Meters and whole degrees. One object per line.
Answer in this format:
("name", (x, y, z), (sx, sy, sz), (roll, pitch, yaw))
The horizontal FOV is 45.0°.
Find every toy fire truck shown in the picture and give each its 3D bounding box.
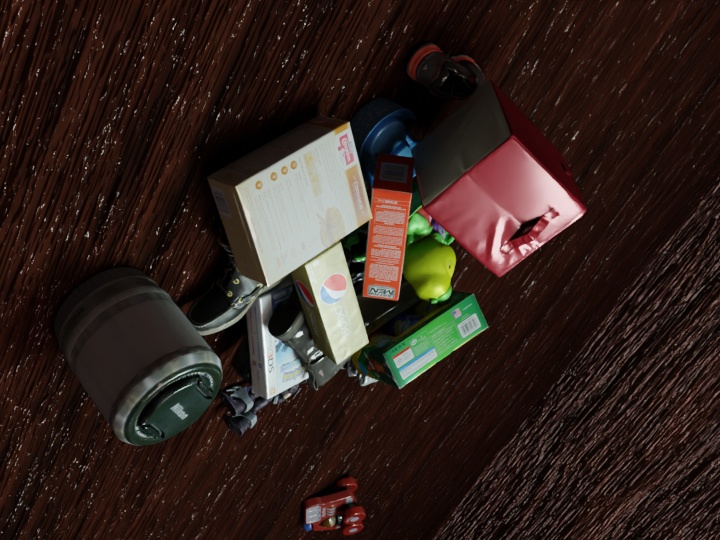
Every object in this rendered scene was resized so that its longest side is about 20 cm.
("toy fire truck", (-0.082, 0.668, 2.415), (0.166, 0.113, 0.201), (-10, 144, -13))

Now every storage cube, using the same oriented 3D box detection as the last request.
("storage cube", (0.201, -0.137, 1.300), (0.171, 0.201, 0.179), (-39, 120, 24))

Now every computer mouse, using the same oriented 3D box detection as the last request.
("computer mouse", (0.000, 0.000, 1.531), (0.058, 0.034, 0.200), (-19, -179, 3))

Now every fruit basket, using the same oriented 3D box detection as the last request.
("fruit basket", (0.116, -0.050, 1.507), (0.155, 0.216, 0.216), (-43, 155, -2))

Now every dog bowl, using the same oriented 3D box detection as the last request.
("dog bowl", (0.037, -0.192, 1.352), (0.111, 0.050, 0.200), (-42, 155, -5))

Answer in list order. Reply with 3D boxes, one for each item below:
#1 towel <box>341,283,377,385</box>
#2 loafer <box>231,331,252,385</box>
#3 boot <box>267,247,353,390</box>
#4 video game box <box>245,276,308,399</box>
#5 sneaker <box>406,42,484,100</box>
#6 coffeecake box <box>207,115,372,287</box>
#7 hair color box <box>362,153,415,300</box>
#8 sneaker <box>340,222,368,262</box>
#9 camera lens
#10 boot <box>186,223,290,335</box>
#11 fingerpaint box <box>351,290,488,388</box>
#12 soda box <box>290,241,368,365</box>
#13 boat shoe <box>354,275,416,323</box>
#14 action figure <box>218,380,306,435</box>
("towel", (0.042, 0.112, 1.726), (0.165, 0.085, 0.202), (-13, 118, -49))
("loafer", (-0.156, 0.092, 1.471), (0.073, 0.072, 0.201), (44, 73, -45))
("boot", (-0.052, 0.078, 1.412), (0.200, 0.069, 0.174), (-51, 136, -10))
("video game box", (-0.100, 0.091, 1.442), (0.199, 0.047, 0.184), (-24, 124, -41))
("sneaker", (0.146, -0.285, 1.337), (0.199, 0.082, 0.077), (-2, 132, -55))
("coffeecake box", (-0.091, -0.099, 1.190), (0.199, 0.073, 0.155), (-34, 125, -30))
("hair color box", (0.042, -0.064, 1.326), (0.102, 0.061, 0.201), (-81, 177, -51))
("sneaker", (-0.004, -0.040, 1.476), (0.078, 0.085, 0.200), (-51, 155, 13))
("camera lens", (-0.290, 0.114, 1.144), (0.159, 0.200, 0.161), (-34, 153, -20))
("boot", (-0.184, -0.005, 1.275), (0.199, 0.073, 0.151), (-35, 152, -17))
("fingerpaint box", (0.093, 0.110, 1.521), (0.199, 0.074, 0.167), (-31, -165, -20))
("soda box", (-0.050, 0.041, 1.299), (0.067, 0.064, 0.201), (-33, 130, -22))
("boat shoe", (0.030, 0.040, 1.588), (0.199, 0.063, 0.072), (-20, 137, -35))
("action figure", (-0.172, 0.223, 1.645), (0.199, 0.069, 0.131), (-28, 143, -38))
